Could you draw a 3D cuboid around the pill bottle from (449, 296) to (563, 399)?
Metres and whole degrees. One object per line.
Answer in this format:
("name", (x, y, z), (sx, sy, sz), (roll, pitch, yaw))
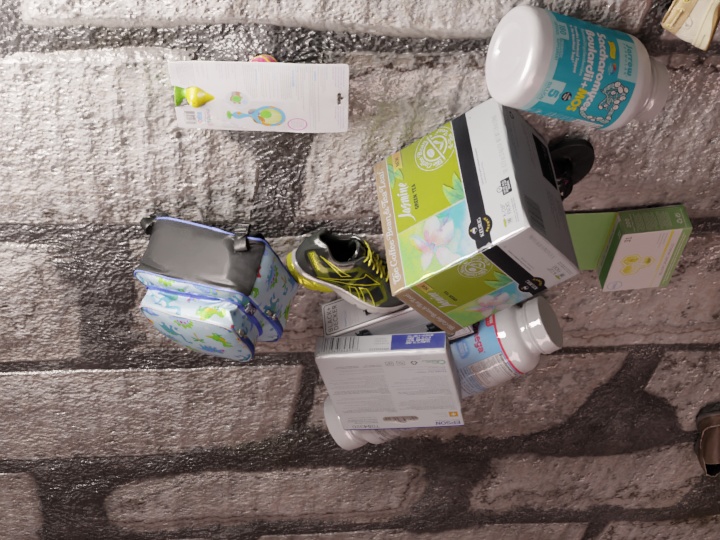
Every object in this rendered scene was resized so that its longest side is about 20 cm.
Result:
("pill bottle", (0.199, 0.115, 1.859), (0.198, 0.110, 0.108), (-26, 142, 24))

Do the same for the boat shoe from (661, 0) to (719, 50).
("boat shoe", (0.360, -0.318, 1.303), (0.068, 0.074, 0.201), (19, 146, 13))

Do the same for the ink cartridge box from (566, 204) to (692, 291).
("ink cartridge box", (0.352, -0.027, 1.742), (0.197, 0.049, 0.146), (-6, 146, -7))

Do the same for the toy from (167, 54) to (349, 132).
("toy", (-0.112, -0.208, 1.389), (0.196, 0.048, 0.116), (-2, 148, -3))

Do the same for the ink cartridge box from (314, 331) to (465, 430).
("ink cartridge box", (0.047, 0.164, 1.816), (0.193, 0.044, 0.201), (-3, 142, 12))

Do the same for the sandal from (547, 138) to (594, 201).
("sandal", (0.235, -0.099, 1.611), (0.075, 0.049, 0.200), (18, 139, -31))

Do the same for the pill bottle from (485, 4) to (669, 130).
("pill bottle", (0.248, -0.222, 1.384), (0.197, 0.112, 0.111), (9, 142, -24))

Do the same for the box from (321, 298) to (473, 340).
("box", (0.053, 0.071, 1.809), (0.197, 0.061, 0.117), (-20, 143, 17))

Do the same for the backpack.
("backpack", (-0.185, 0.033, 1.609), (0.180, 0.149, 0.200), (10, 163, 23))

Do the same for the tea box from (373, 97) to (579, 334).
("tea box", (0.137, -0.065, 1.507), (0.195, 0.202, 0.133), (-28, 141, 26))

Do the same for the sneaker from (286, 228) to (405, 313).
("sneaker", (0.000, 0.000, 1.684), (0.197, 0.075, 0.085), (13, 140, -27))

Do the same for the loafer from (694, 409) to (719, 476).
("loafer", (0.661, 0.319, 2.275), (0.072, 0.072, 0.201), (-12, 145, 6))

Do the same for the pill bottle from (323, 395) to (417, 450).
("pill bottle", (0.047, 0.206, 1.955), (0.198, 0.115, 0.113), (-25, 142, 24))
